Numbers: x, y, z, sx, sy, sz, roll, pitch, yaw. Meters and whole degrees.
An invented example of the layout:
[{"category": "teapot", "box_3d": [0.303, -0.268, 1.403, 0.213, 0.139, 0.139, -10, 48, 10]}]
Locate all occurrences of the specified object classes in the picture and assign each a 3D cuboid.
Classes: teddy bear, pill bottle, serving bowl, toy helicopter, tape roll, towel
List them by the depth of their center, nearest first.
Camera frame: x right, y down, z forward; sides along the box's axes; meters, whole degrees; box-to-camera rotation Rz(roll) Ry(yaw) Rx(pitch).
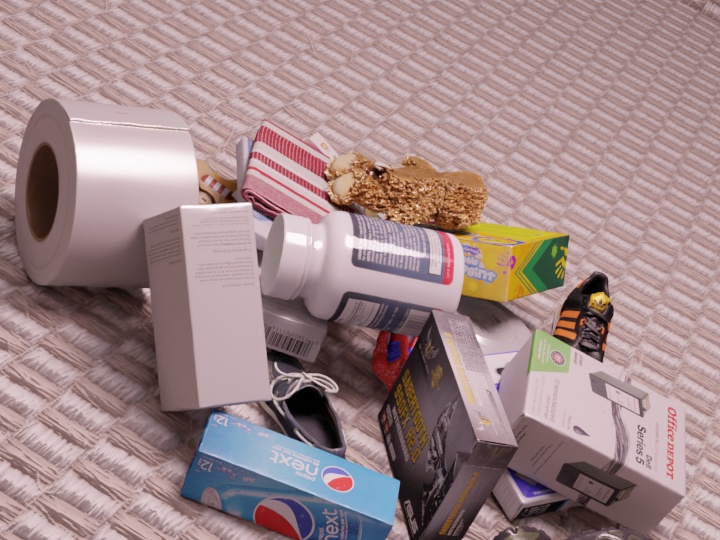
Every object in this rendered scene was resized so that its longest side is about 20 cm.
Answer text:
[{"category": "pill bottle", "box_3d": [0.000, 0.000, 1.444, 0.200, 0.120, 0.120, 12, 34, -17]}, {"category": "tape roll", "box_3d": [-0.280, -0.081, 1.453, 0.139, 0.203, 0.203, 2, 38, -31]}, {"category": "towel", "box_3d": [-0.071, -0.101, 1.593, 0.144, 0.023, 0.200, 31, 26, -14]}, {"category": "teddy bear", "box_3d": [0.051, -0.092, 1.617, 0.200, 0.067, 0.145, 2, 28, -23]}, {"category": "serving bowl", "box_3d": [0.136, 0.081, 1.627, 0.200, 0.066, 0.200, 18, 32, -12]}, {"category": "toy helicopter", "box_3d": [-0.162, -0.087, 1.657, 0.200, 0.079, 0.132, -17, 63, -42]}]

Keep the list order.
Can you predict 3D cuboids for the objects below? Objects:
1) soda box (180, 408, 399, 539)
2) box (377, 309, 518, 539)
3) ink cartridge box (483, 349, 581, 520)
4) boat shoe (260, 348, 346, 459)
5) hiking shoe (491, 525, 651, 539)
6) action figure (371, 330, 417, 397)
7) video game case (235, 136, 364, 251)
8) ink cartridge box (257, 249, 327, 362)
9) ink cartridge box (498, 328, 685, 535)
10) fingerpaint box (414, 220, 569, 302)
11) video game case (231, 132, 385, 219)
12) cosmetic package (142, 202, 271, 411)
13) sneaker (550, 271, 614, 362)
[{"category": "soda box", "box_3d": [-0.067, 0.211, 1.297, 0.200, 0.064, 0.068, 22, 32, -5]}, {"category": "box", "box_3d": [0.085, 0.165, 1.380, 0.048, 0.159, 0.200, 11, 35, -21]}, {"category": "ink cartridge box", "box_3d": [0.201, 0.180, 1.524, 0.198, 0.043, 0.200, -3, 51, -36]}, {"category": "boat shoe", "box_3d": [-0.061, 0.142, 1.403, 0.075, 0.062, 0.200, 4, 35, -21]}, {"category": "hiking shoe", "box_3d": [0.224, 0.317, 1.347, 0.200, 0.076, 0.101, 4, 45, -15]}, {"category": "action figure", "box_3d": [0.045, 0.062, 1.551, 0.065, 0.052, 0.200, 34, 52, -48]}, {"category": "video game case", "box_3d": [-0.066, -0.061, 1.585, 0.182, 0.022, 0.200, 28, 28, -24]}, {"category": "ink cartridge box", "box_3d": [-0.118, 0.014, 1.513, 0.160, 0.047, 0.200, 19, 24, -11]}, {"category": "ink cartridge box", "box_3d": [0.251, 0.176, 1.460, 0.200, 0.084, 0.146, 27, 38, -8]}, {"category": "fingerpaint box", "box_3d": [0.134, -0.017, 1.670, 0.200, 0.073, 0.167, 10, 11, 31]}, {"category": "video game case", "box_3d": [-0.048, -0.071, 1.694, 0.181, 0.036, 0.200, 48, 35, 0]}, {"category": "cosmetic package", "box_3d": [-0.157, 0.038, 1.345, 0.085, 0.200, 0.108, -5, -2, -31]}, {"category": "sneaker", "box_3d": [0.288, 0.073, 1.719, 0.070, 0.090, 0.200, 23, 31, -3]}]
